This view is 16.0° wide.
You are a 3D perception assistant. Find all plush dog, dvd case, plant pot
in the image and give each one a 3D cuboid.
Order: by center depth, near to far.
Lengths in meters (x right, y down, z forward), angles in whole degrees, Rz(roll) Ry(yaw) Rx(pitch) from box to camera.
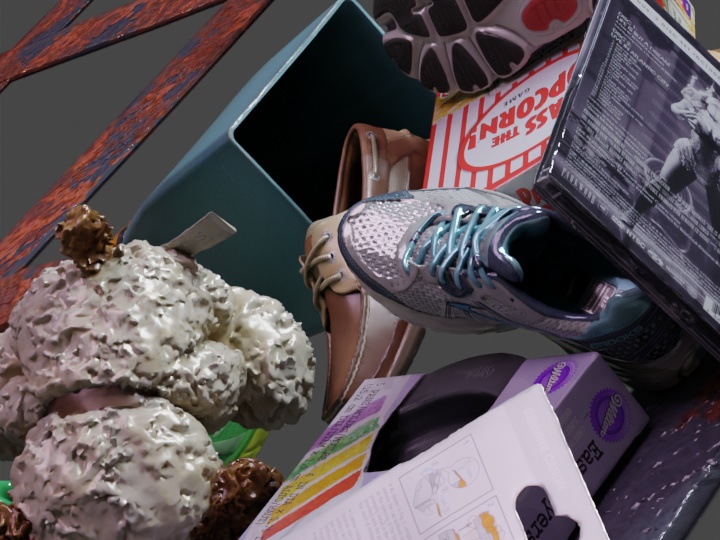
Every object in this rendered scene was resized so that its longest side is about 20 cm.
[{"bbox_3d":[0.155,-0.045,1.208,0.016,0.149,0.200,-40,15,34],"label":"dvd case"},{"bbox_3d":[-0.122,0.077,1.310,0.199,0.161,0.173,-8,58,2],"label":"plush dog"},{"bbox_3d":[-0.050,-0.043,1.578,0.200,0.141,0.141,-28,19,51],"label":"plant pot"}]

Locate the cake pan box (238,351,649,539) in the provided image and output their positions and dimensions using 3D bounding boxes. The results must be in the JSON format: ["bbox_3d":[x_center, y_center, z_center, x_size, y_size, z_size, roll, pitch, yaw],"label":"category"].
[{"bbox_3d":[0.021,0.122,1.213,0.184,0.052,0.200,-7,36,52],"label":"cake pan box"}]

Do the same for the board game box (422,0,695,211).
[{"bbox_3d":[0.109,-0.082,1.375,0.151,0.046,0.200,-31,20,19],"label":"board game box"}]

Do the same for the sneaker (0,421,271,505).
[{"bbox_3d":[-0.129,0.106,1.456,0.199,0.084,0.074,-34,19,9],"label":"sneaker"}]

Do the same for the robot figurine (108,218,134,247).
[{"bbox_3d":[-0.170,0.029,1.740,0.145,0.058,0.200,-12,31,51],"label":"robot figurine"}]

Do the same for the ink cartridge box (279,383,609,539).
[{"bbox_3d":[0.022,0.160,1.051,0.199,0.050,0.163,-31,43,9],"label":"ink cartridge box"}]

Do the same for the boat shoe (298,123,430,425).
[{"bbox_3d":[0.000,0.000,1.426,0.076,0.074,0.201,-53,18,48],"label":"boat shoe"}]

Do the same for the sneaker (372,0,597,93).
[{"bbox_3d":[0.099,-0.157,1.414,0.199,0.081,0.083,-17,10,31],"label":"sneaker"}]

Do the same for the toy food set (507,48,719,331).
[{"bbox_3d":[0.131,-0.053,1.417,0.197,0.049,0.200,-29,22,25],"label":"toy food set"}]

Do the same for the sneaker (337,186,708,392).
[{"bbox_3d":[0.072,-0.009,1.227,0.199,0.086,0.078,15,75,29],"label":"sneaker"}]
